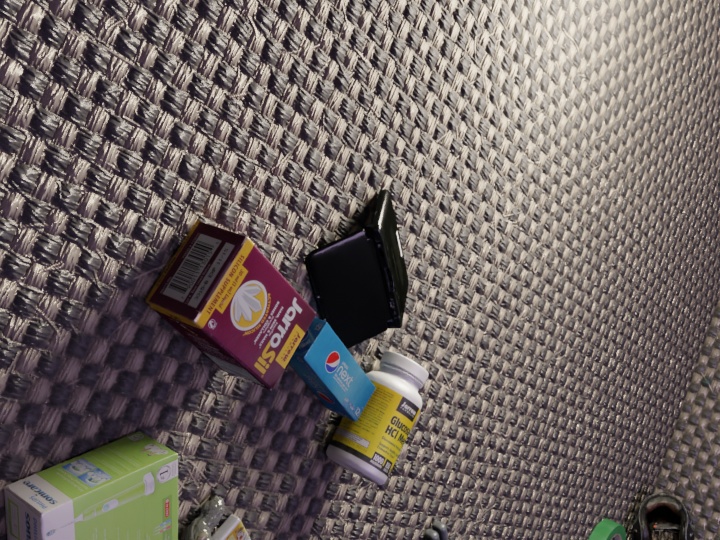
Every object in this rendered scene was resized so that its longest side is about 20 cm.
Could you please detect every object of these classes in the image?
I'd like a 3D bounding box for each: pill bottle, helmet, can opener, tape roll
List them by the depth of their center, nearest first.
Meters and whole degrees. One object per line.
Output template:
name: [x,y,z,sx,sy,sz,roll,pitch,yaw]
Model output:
pill bottle: [0.034,0.243,1.616,0.112,0.111,0.202,45,69,-50]
can opener: [0.173,0.602,1.990,0.052,0.066,0.203,-36,126,-37]
tape roll: [0.688,0.810,2.752,0.199,0.048,0.204,-25,123,-45]
helmet: [0.910,0.785,2.917,0.201,0.198,0.192,-50,143,-27]

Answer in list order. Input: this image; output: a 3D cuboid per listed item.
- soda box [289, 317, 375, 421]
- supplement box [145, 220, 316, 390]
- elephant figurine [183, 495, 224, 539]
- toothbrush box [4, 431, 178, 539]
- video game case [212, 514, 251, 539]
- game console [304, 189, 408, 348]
soda box: [-0.051,0.152,1.510,0.068,0.064,0.201,-56,141,-21]
supplement box: [-0.167,0.049,1.285,0.132,0.102,0.200,-60,142,-17]
elephant figurine: [-0.226,0.433,1.330,0.198,0.140,0.158,-19,113,-43]
toothbrush box: [-0.326,0.309,1.198,0.199,0.085,0.148,-20,120,-48]
video game case: [-0.225,0.498,1.460,0.200,0.023,0.184,-46,136,-30]
game console: [0.000,0.000,1.554,0.177,0.114,0.202,-77,158,-51]
